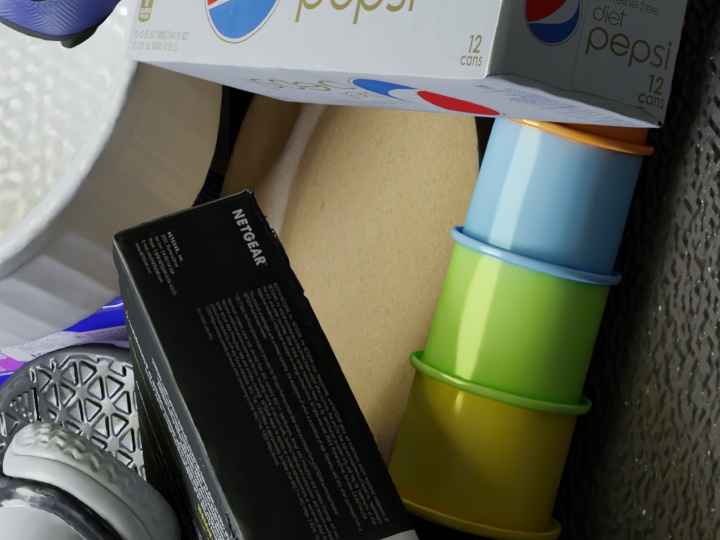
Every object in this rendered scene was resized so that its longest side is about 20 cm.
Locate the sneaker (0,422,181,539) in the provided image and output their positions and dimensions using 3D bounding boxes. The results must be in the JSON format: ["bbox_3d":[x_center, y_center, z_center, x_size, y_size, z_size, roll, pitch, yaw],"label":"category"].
[{"bbox_3d":[-0.115,0.128,0.934,0.115,0.075,0.200,-54,-7,-21],"label":"sneaker"}]

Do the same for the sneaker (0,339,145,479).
[{"bbox_3d":[-0.106,0.075,1.121,0.200,0.083,0.072,-28,74,46],"label":"sneaker"}]

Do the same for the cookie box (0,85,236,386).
[{"bbox_3d":[-0.138,-0.061,1.145,0.170,0.075,0.201,-10,70,24],"label":"cookie box"}]

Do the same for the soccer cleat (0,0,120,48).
[{"bbox_3d":[-0.074,-0.162,0.960,0.084,0.064,0.201,116,173,-54],"label":"soccer cleat"}]

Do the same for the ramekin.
[{"bbox_3d":[-0.146,-0.068,1.051,0.200,0.098,0.201,-7,71,20],"label":"ramekin"}]

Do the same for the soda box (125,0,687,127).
[{"bbox_3d":[0.010,-0.084,0.854,0.200,0.063,0.068,9,87,56],"label":"soda box"}]

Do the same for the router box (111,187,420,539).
[{"bbox_3d":[-0.016,0.098,0.877,0.149,0.051,0.200,89,160,-54],"label":"router box"}]

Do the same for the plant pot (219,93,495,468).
[{"bbox_3d":[0.000,0.000,1.001,0.200,0.027,0.201,-29,56,56],"label":"plant pot"}]

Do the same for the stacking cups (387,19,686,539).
[{"bbox_3d":[0.055,-0.023,0.864,0.060,0.060,0.201,31,109,61],"label":"stacking cups"}]
